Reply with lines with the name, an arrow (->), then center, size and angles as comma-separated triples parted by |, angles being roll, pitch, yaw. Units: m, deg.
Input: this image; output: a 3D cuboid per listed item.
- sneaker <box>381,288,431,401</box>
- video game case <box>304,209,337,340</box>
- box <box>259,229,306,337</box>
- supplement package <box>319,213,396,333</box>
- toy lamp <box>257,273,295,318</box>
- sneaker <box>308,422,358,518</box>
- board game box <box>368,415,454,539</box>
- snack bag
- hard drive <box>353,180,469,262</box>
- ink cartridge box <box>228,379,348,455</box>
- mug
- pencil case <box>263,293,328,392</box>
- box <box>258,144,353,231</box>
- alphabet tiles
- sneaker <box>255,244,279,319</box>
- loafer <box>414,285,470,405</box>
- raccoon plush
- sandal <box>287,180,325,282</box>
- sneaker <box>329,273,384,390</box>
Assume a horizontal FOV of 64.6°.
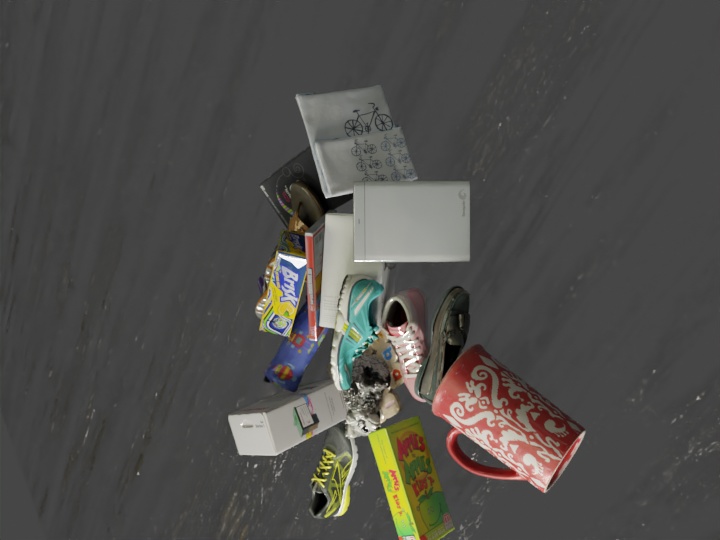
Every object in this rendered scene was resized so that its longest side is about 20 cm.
sneaker -> 0.083, 0.134, 1.001 | 0.074, 0.104, 0.205 | -10, 85, 30
video game case -> -0.068, 0.006, 1.048 | 0.017, 0.143, 0.205 | 5, 112, 14
box -> -0.141, 0.027, 1.076 | 0.071, 0.063, 0.203 | -88, 13, -51
supplement package -> 0.000, 0.000, 1.046 | 0.115, 0.117, 0.205 | 5, 96, 17
toy lamp -> -0.169, 0.087, 1.269 | 0.201, 0.058, 0.059 | 50, 122, 28
sneaker -> -0.059, 0.412, 1.159 | 0.073, 0.084, 0.205 | 7, 96, 41
board game box -> 0.090, 0.373, 1.008 | 0.047, 0.100, 0.204 | -29, 73, 39
snack bag -> -0.005, -0.239, 1.023 | 0.021, 0.185, 0.204 | -37, 69, 65
hard drive -> 0.086, -0.082, 0.958 | 0.195, 0.027, 0.135 | 0, 92, -3
ink cartridge box -> -0.141, 0.291, 1.140 | 0.143, 0.198, 0.086 | -19, 87, 46
mug -> 0.226, 0.239, 0.880 | 0.199, 0.133, 0.180 | 34, 145, 32
pencil case -> -0.120, 0.149, 1.160 | 0.077, 0.087, 0.203 | 25, 76, 14
box -> -0.085, -0.178, 1.119 | 0.198, 0.106, 0.123 | -25, 107, 40
alphabet tiles -> 0.010, 0.202, 1.134 | 0.195, 0.014, 0.203 | -43, 63, 38
sneaker -> -0.169, 0.032, 1.182 | 0.078, 0.077, 0.202 | -92, 18, -47
loafer -> 0.151, 0.130, 0.952 | 0.063, 0.071, 0.204 | 27, 104, 53
raccoon plush -> -0.003, 0.223, 1.108 | 0.201, 0.094, 0.136 | -110, 25, -55
sandal -> -0.111, -0.066, 1.085 | 0.081, 0.054, 0.204 | 22, 121, 33
sneaker -> -0.008, 0.109, 0.961 | 0.078, 0.078, 0.205 | 11, 101, 2
